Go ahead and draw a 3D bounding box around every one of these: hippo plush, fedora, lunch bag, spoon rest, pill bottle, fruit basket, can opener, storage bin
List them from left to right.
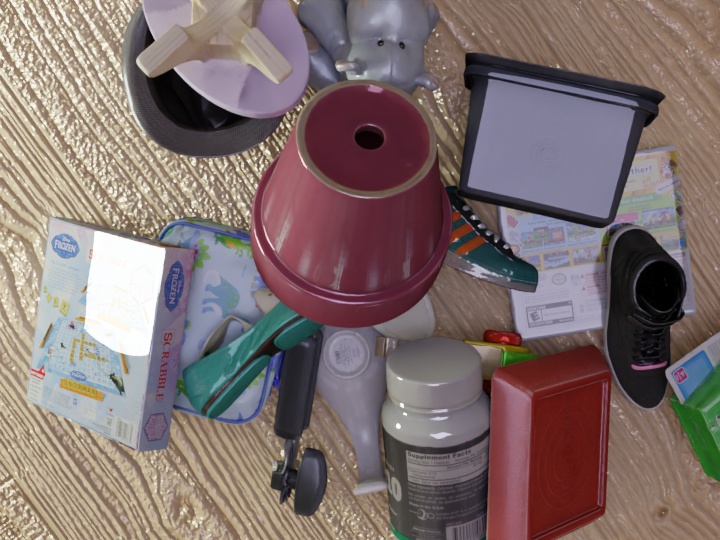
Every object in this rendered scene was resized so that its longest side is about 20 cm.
[{"bbox_3d":[-0.152,-0.205,1.199,0.175,0.090,0.202,-9,84,-2],"label":"fedora"},{"bbox_3d":[-0.151,0.054,1.230,0.159,0.082,0.202,13,95,-1],"label":"lunch bag"},{"bbox_3d":[-0.061,0.158,1.239,0.066,0.053,0.202,8,105,9],"label":"can opener"},{"bbox_3d":[-0.006,0.137,1.259,0.098,0.061,0.202,-10,82,2],"label":"spoon rest"},{"bbox_3d":[0.000,-0.214,1.166,0.157,0.161,0.202,8,95,-1],"label":"hippo plush"},{"bbox_3d":[0.079,0.177,1.174,0.112,0.113,0.202,-5,114,0],"label":"pill bottle"},{"bbox_3d":[0.187,-0.125,1.179,0.198,0.146,0.136,14,90,5],"label":"storage bin"},{"bbox_3d":[0.437,0.131,1.234,0.199,0.094,0.186,-30,105,-7],"label":"fruit basket"}]

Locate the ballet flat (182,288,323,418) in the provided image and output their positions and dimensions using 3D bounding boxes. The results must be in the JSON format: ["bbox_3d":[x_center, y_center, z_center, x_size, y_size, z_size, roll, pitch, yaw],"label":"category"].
[{"bbox_3d":[-0.100,0.060,1.165,0.200,0.067,0.071,-40,74,-1],"label":"ballet flat"}]

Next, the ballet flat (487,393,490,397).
[{"bbox_3d":[0.119,0.169,1.255,0.198,0.057,0.067,-24,97,2],"label":"ballet flat"}]

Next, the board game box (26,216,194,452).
[{"bbox_3d":[-0.259,0.060,1.191,0.199,0.041,0.202,15,98,40],"label":"board game box"}]

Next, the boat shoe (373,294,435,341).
[{"bbox_3d":[0.002,-0.002,1.237,0.072,0.060,0.202,-44,101,-6],"label":"boat shoe"}]

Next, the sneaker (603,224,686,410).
[{"bbox_3d":[0.295,0.061,1.204,0.070,0.099,0.202,-8,105,-1],"label":"sneaker"}]

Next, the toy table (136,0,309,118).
[{"bbox_3d":[-0.132,-0.239,1.099,0.199,0.117,0.185,36,85,2],"label":"toy table"}]

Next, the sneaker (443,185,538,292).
[{"bbox_3d":[0.103,-0.043,1.223,0.198,0.071,0.081,25,92,5],"label":"sneaker"}]

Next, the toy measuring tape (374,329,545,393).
[{"bbox_3d":[0.110,0.093,1.236,0.198,0.074,0.074,7,95,-6],"label":"toy measuring tape"}]

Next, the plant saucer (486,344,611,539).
[{"bbox_3d":[0.202,0.188,1.199,0.036,0.199,0.202,7,99,41],"label":"plant saucer"}]

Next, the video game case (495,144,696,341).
[{"bbox_3d":[0.251,-0.029,1.256,0.198,0.023,0.184,-9,96,1],"label":"video game case"}]

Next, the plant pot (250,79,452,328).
[{"bbox_3d":[-0.004,-0.073,1.092,0.198,0.180,0.202,3,61,-5],"label":"plant pot"}]
